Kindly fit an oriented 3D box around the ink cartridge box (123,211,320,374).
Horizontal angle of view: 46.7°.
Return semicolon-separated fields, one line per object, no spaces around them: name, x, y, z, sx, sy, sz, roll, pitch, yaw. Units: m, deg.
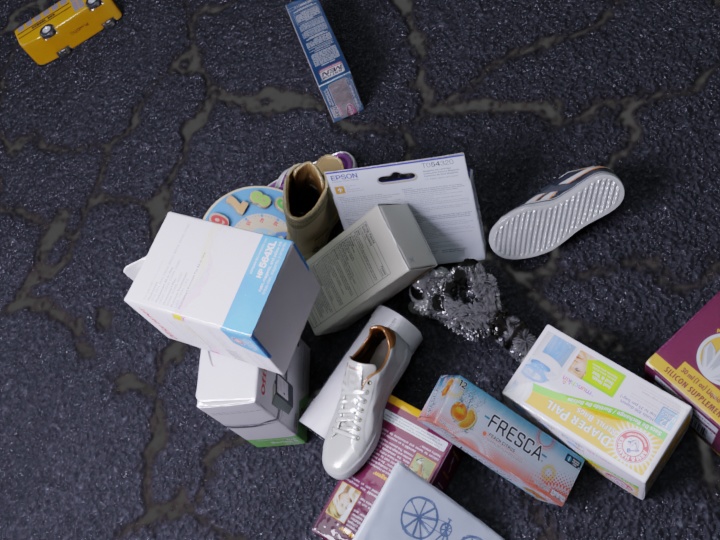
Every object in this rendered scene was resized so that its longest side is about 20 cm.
ink cartridge box;-0.173;0.023;1.010;0.198;0.129;0.126;15;68;20

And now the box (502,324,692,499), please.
box;0.292;0.176;1.038;0.199;0.101;0.113;30;76;27

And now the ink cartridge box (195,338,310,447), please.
ink cartridge box;-0.138;0.142;1.130;0.083;0.200;0.147;-6;63;14

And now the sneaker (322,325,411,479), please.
sneaker;-0.007;0.160;1.057;0.072;0.085;0.201;10;67;35

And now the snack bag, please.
snack bag;0.062;0.361;0.995;0.201;0.188;0.021;-57;18;-15

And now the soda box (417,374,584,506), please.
soda box;0.171;0.207;1.023;0.199;0.064;0.069;35;75;-10

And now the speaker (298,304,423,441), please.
speaker;0.002;0.151;1.153;0.081;0.081;0.201;29;77;27

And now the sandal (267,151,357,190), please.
sandal;-0.101;-0.138;1.343;0.202;0.050;0.083;-32;60;0

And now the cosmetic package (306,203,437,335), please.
cosmetic package;0.000;0.000;1.166;0.200;0.071;0.106;-34;74;36

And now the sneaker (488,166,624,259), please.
sneaker;0.278;-0.082;1.188;0.199;0.079;0.080;-25;16;19

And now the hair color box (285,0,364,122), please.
hair color box;-0.060;-0.362;1.411;0.060;0.100;0.201;-23;61;4

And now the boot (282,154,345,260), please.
boot;-0.066;-0.119;1.225;0.072;0.156;0.201;16;62;8

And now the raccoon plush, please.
raccoon plush;0.144;0.072;1.167;0.096;0.134;0.201;-35;91;-19

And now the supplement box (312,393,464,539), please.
supplement box;0.041;0.279;1.074;0.110;0.086;0.201;24;73;25

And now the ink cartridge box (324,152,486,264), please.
ink cartridge box;0.069;-0.086;1.181;0.195;0.201;0.044;-5;43;14

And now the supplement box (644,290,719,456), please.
supplement box;0.464;0.106;1.020;0.200;0.103;0.131;-42;60;-7

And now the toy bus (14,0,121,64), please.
toy bus;-0.578;-0.490;1.654;0.199;0.065;0.079;-33;58;0

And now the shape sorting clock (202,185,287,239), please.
shape sorting clock;-0.148;-0.037;1.272;0.198;0.039;0.202;6;70;-18
